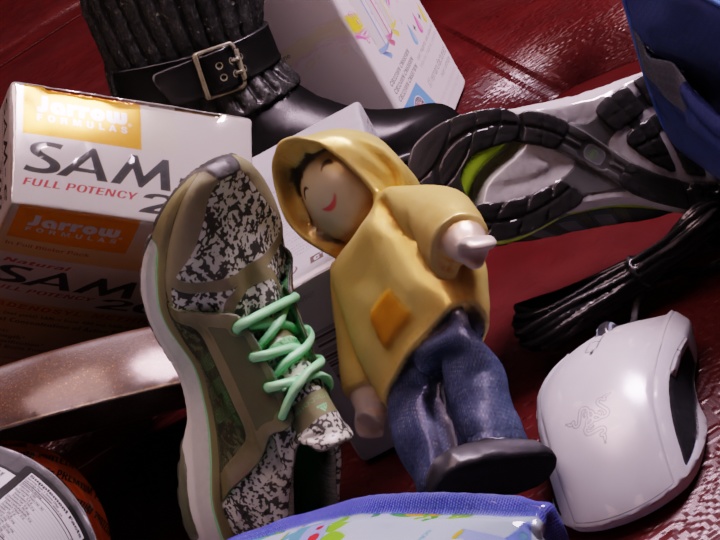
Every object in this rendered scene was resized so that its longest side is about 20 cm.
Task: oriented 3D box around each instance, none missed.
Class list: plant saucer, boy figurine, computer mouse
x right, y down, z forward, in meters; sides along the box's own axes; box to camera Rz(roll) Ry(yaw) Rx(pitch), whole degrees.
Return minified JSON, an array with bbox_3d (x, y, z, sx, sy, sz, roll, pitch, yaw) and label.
[{"bbox_3d":[-0.123,0.056,1.157,0.199,0.035,0.200,-13,-6,-1],"label":"plant saucer"},{"bbox_3d":[0.020,0.013,0.981,0.064,0.201,0.124,-2,-34,-31],"label":"boy figurine"},{"bbox_3d":[0.111,0.038,0.995,0.109,0.044,0.200,-24,22,17],"label":"computer mouse"}]

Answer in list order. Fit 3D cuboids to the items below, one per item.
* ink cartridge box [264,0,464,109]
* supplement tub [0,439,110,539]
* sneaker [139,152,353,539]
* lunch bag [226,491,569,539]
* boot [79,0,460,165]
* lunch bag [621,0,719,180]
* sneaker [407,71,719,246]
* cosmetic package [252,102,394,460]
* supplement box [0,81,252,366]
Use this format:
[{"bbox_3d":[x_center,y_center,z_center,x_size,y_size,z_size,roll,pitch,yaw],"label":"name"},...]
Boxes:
[{"bbox_3d":[-0.045,-0.148,1.402,0.125,0.201,0.129,-22,22,23],"label":"ink cartridge box"},{"bbox_3d":[-0.189,0.150,1.016,0.122,0.123,0.200,-24,6,20],"label":"supplement tub"},{"bbox_3d":[-0.034,0.045,1.004,0.088,0.201,0.077,17,36,41],"label":"sneaker"},{"bbox_3d":[-0.031,0.169,0.784,0.199,0.128,0.170,-1,35,37],"label":"lunch bag"},{"bbox_3d":[-0.043,-0.110,1.305,0.210,0.159,0.079,-11,-2,-10],"label":"boot"},{"bbox_3d":[0.204,-0.085,0.980,0.132,0.136,0.200,-36,39,-10],"label":"lunch bag"},{"bbox_3d":[0.108,-0.052,1.099,0.199,0.074,0.081,-7,-4,-16],"label":"sneaker"},{"bbox_3d":[0.000,0.000,1.156,0.074,0.102,0.200,-27,23,8],"label":"cosmetic package"},{"bbox_3d":[-0.143,-0.008,1.211,0.200,0.125,0.074,125,147,-55],"label":"supplement box"}]
